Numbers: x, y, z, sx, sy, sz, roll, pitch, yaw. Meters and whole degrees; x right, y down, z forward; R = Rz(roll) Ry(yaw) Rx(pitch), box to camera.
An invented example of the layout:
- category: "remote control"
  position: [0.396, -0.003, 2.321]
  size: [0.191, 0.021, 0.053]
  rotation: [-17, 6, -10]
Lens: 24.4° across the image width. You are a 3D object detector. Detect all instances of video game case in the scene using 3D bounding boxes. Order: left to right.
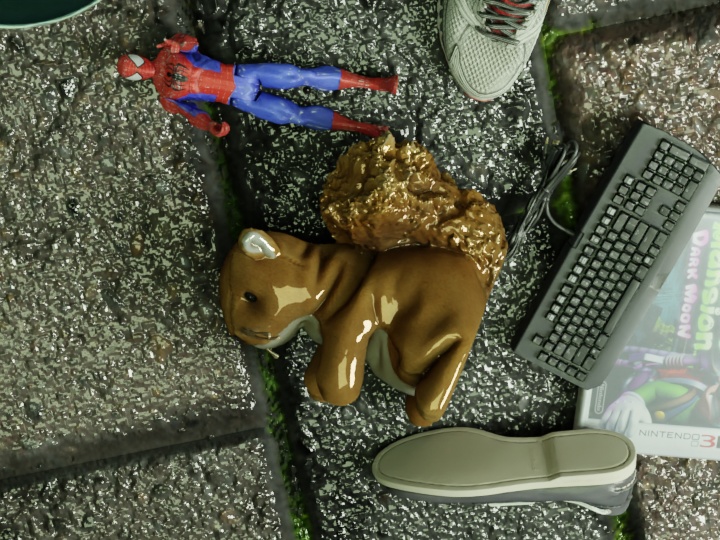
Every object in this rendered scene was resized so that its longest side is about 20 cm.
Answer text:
- category: "video game case"
  position: [0.263, 0.048, 1.263]
  size: [0.181, 0.023, 0.200]
  rotation: [5, 105, -4]

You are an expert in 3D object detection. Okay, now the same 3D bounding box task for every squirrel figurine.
- category: "squirrel figurine"
  position: [0.000, 0.000, 1.200]
  size: [0.186, 0.142, 0.200]
  rotation: [23, 90, 3]

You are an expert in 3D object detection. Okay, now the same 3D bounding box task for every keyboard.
- category: "keyboard"
  position: [0.167, -0.020, 1.224]
  size: [0.127, 0.021, 0.200]
  rotation: [28, 107, 3]

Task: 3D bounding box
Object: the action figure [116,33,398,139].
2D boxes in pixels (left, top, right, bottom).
- category: "action figure"
  position: [-0.075, -0.125, 1.167]
  size: [0.200, 0.099, 0.065]
  rotation: [10, 103, -2]

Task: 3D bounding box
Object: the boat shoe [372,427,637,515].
- category: "boat shoe"
  position: [0.110, 0.163, 1.263]
  size: [0.200, 0.073, 0.063]
  rotation: [-3, 126, 8]

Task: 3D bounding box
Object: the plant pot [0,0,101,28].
- category: "plant pot"
  position: [-0.224, -0.268, 1.099]
  size: [0.200, 0.135, 0.200]
  rotation: [-1, 105, -2]

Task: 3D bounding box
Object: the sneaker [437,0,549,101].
- category: "sneaker"
  position: [0.099, -0.205, 1.145]
  size: [0.078, 0.082, 0.200]
  rotation: [9, 123, -3]
